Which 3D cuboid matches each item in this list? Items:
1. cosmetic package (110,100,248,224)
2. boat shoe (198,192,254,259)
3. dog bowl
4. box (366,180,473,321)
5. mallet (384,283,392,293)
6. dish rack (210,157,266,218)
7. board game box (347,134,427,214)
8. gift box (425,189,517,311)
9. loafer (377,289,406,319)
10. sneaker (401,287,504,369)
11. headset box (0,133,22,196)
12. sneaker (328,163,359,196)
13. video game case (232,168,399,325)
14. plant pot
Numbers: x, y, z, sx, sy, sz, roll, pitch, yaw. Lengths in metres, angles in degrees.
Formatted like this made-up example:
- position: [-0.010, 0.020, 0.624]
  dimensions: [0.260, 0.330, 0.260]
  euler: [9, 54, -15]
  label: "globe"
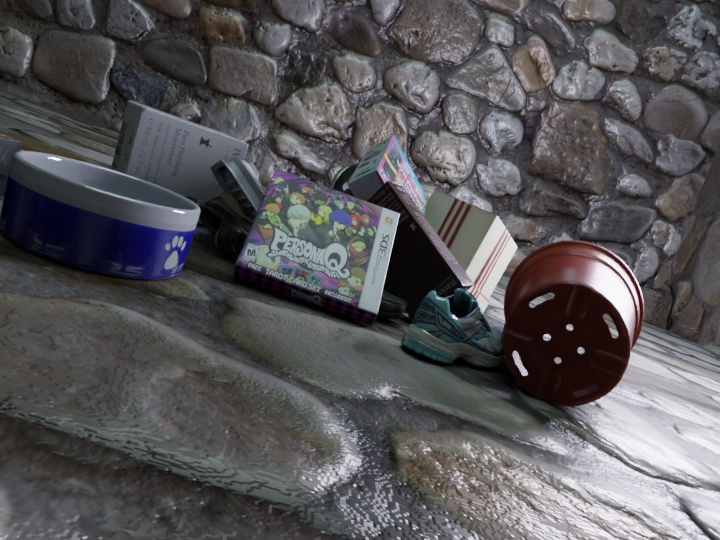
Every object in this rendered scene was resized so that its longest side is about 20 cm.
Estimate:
- position: [-0.338, -0.193, 1.075]
  dimensions: [0.196, 0.169, 0.164]
  euler: [12, 11, -34]
  label: "cosmetic package"
- position: [-0.187, -0.049, 0.872]
  dimensions: [0.065, 0.073, 0.201]
  euler: [-20, 44, -27]
  label: "boat shoe"
- position: [-0.285, -0.062, 0.651]
  dimensions: [0.195, 0.081, 0.200]
  euler: [20, 8, -3]
  label: "dog bowl"
- position: [0.074, -0.027, 0.905]
  dimensions: [0.202, 0.100, 0.075]
  euler: [54, 20, 14]
  label: "box"
- position: [0.065, -0.046, 1.103]
  dimensions: [0.041, 0.205, 0.065]
  euler: [-25, -35, 35]
  label: "mallet"
- position: [-0.168, -0.105, 0.930]
  dimensions: [0.174, 0.043, 0.199]
  euler: [59, -13, -16]
  label: "dish rack"
- position: [0.056, -0.141, 1.058]
  dimensions: [0.149, 0.063, 0.201]
  euler: [58, 23, -20]
  label: "board game box"
- position: [0.179, -0.034, 1.178]
  dimensions: [0.183, 0.190, 0.199]
  euler: [28, -3, 41]
  label: "gift box"
- position: [-0.019, 0.010, 0.840]
  dimensions: [0.196, 0.074, 0.073]
  euler: [22, 7, 11]
  label: "loafer"
- position: [0.140, 0.073, 0.758]
  dimensions: [0.077, 0.088, 0.197]
  euler: [26, 10, 41]
  label: "sneaker"
- position: [-0.503, -0.142, 0.658]
  dimensions: [0.195, 0.077, 0.149]
  euler: [19, 8, -4]
  label: "headset box"
- position: [-0.010, -0.116, 1.063]
  dimensions: [0.104, 0.202, 0.076]
  euler: [9, -41, 24]
  label: "sneaker"
- position: [-0.053, -0.037, 0.804]
  dimensions: [0.195, 0.036, 0.184]
  euler: [19, 52, -4]
  label: "video game case"
- position: [0.273, 0.073, 0.774]
  dimensions: [0.197, 0.206, 0.194]
  euler: [22, 16, 19]
  label: "plant pot"
